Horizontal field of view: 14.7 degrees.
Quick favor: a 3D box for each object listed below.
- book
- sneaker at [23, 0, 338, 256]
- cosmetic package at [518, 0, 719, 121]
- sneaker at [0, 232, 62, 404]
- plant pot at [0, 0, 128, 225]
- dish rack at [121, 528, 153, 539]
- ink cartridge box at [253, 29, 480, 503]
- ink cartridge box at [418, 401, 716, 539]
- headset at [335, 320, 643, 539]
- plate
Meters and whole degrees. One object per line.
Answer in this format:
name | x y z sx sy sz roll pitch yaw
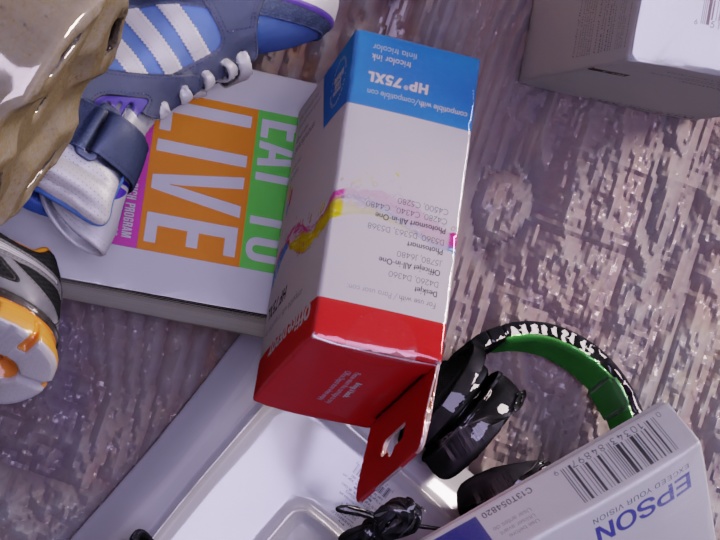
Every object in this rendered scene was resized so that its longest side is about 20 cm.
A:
book | -0.094 -0.044 1.436 0.199 0.048 0.135 11 73 -13
sneaker | -0.107 -0.078 1.384 0.199 0.081 0.148 2 81 -18
cosmetic package | 0.162 -0.127 1.421 0.112 0.200 0.082 11 87 -10
sneaker | -0.230 -0.010 1.328 0.199 0.078 0.078 30 42 -15
plant pot | -0.213 -0.115 1.260 0.183 0.200 0.201 32 83 4
dish rack | -0.109 0.232 1.343 0.054 0.200 0.154 -25 103 14
ink cartridge box | 0.000 0.000 1.361 0.067 0.116 0.201 13 68 -12
ink cartridge box | 0.094 0.185 1.427 0.199 0.041 0.201 -29 138 -11
headset | 0.071 0.097 1.437 0.199 0.094 0.124 -26 81 -32
plate | -0.033 0.154 1.463 0.199 0.032 0.200 41 81 -10
